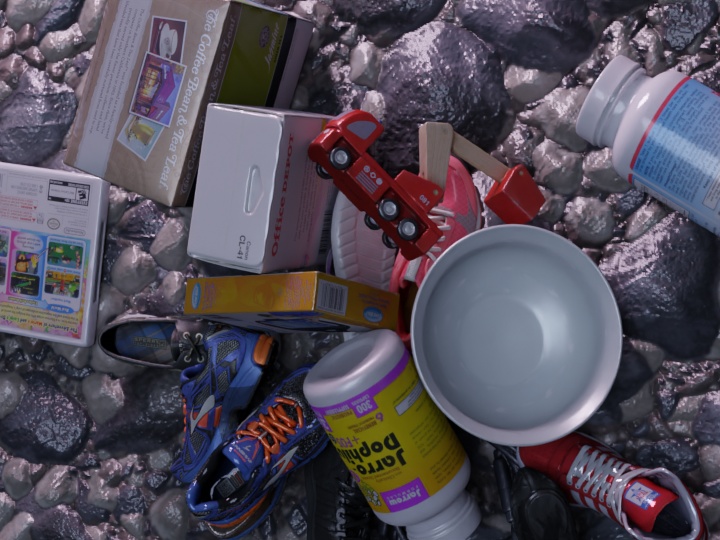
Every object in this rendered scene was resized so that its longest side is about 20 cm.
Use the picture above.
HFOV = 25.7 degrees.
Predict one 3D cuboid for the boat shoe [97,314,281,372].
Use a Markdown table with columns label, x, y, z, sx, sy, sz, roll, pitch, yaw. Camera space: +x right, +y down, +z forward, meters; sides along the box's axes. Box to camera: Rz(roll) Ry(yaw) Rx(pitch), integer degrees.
| label | x | y | z | sx | sy | sz | roll | pitch | yaw |
| --- | --- | --- | --- | --- | --- | --- | --- | --- | --- |
| boat shoe | -0.180 | 0.079 | 1.639 | 0.197 | 0.056 | 0.070 | 1 | 92 | 22 |

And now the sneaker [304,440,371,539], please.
| label | x | y | z | sx | sy | sz | roll | pitch | yaw |
| --- | --- | --- | --- | --- | --- | --- | --- | --- | --- |
| sneaker | -0.009 | 0.210 | 1.539 | 0.104 | 0.059 | 0.202 | -49 | 39 | 40 |

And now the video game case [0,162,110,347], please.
| label | x | y | z | sx | sy | sz | roll | pitch | yaw |
| --- | --- | --- | --- | --- | --- | --- | --- | --- | --- |
| video game case | -0.372 | -0.022 | 1.729 | 0.197 | 0.024 | 0.185 | 9 | 96 | 20 |

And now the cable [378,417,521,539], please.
| label | x | y | z | sx | sy | sz | roll | pitch | yaw |
| --- | --- | --- | --- | --- | --- | --- | --- | --- | --- |
| cable | 0.102 | 0.227 | 1.537 | 0.161 | 0.051 | 0.203 | 16 | 97 | 20 |

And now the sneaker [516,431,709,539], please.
| label | x | y | z | sx | sy | sz | roll | pitch | yaw |
| --- | --- | --- | --- | --- | --- | --- | --- | --- | --- |
| sneaker | 0.230 | 0.197 | 1.445 | 0.198 | 0.113 | 0.072 | 28 | 83 | 16 |

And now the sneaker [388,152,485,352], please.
| label | x | y | z | sx | sy | sz | roll | pitch | yaw |
| --- | --- | --- | --- | --- | --- | --- | --- | --- | --- |
| sneaker | 0.069 | -0.014 | 1.521 | 0.073 | 0.087 | 0.203 | 10 | 96 | 20 |

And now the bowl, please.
| label | x | y | z | sx | sy | sz | roll | pitch | yaw |
| --- | --- | --- | --- | --- | --- | --- | --- | --- | --- |
| bowl | 0.139 | 0.063 | 1.477 | 0.198 | 0.090 | 0.204 | 1 | 84 | -6 |

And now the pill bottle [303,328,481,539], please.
| label | x | y | z | sx | sy | sz | roll | pitch | yaw |
| --- | --- | --- | --- | --- | --- | --- | --- | --- | --- |
| pill bottle | 0.036 | 0.163 | 1.461 | 0.103 | 0.104 | 0.201 | -25 | 107 | 20 |

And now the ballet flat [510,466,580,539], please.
| label | x | y | z | sx | sy | sz | roll | pitch | yaw |
| --- | --- | --- | --- | --- | --- | --- | --- | --- | --- |
| ballet flat | 0.182 | 0.275 | 1.486 | 0.066 | 0.057 | 0.202 | -12 | 115 | -2 |

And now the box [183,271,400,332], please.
| label | x | y | z | sx | sy | sz | roll | pitch | yaw |
| --- | --- | --- | --- | --- | --- | --- | --- | --- | --- |
| box | -0.074 | 0.033 | 1.500 | 0.198 | 0.118 | 0.042 | -5 | 76 | 42 |

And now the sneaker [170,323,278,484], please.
| label | x | y | z | sx | sy | sz | roll | pitch | yaw |
| --- | --- | --- | --- | --- | --- | --- | --- | --- | --- |
| sneaker | -0.151 | 0.131 | 1.601 | 0.078 | 0.075 | 0.201 | 29 | 117 | 3 |

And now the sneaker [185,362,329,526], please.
| label | x | y | z | sx | sy | sz | roll | pitch | yaw |
| --- | --- | --- | --- | --- | --- | --- | --- | --- | --- |
| sneaker | -0.093 | 0.172 | 1.513 | 0.075 | 0.078 | 0.201 | 42 | 100 | 16 |

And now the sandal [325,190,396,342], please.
| label | x | y | z | sx | sy | sz | roll | pitch | yaw |
| --- | --- | --- | --- | --- | --- | --- | --- | --- | --- |
| sandal | -0.006 | 0.000 | 1.563 | 0.049 | 0.082 | 0.206 | 0 | 92 | 47 |

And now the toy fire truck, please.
| label | x | y | z | sx | sy | sz | roll | pitch | yaw |
| --- | --- | --- | --- | --- | --- | --- | --- | --- | --- |
| toy fire truck | 0.062 | -0.089 | 1.476 | 0.200 | 0.049 | 0.141 | 46 | 69 | -6 |

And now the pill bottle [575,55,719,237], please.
| label | x | y | z | sx | sy | sz | roll | pitch | yaw |
| --- | --- | --- | --- | --- | --- | --- | --- | --- | --- |
| pill bottle | 0.298 | -0.109 | 1.415 | 0.199 | 0.109 | 0.110 | 34 | 103 | 17 |

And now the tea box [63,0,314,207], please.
| label | x | y | z | sx | sy | sz | roll | pitch | yaw |
| --- | --- | --- | --- | --- | --- | --- | --- | --- | --- |
| tea box | -0.165 | -0.176 | 1.548 | 0.132 | 0.196 | 0.202 | 21 | 99 | 19 |

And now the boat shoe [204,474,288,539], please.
| label | x | y | z | sx | sy | sz | roll | pitch | yaw |
| --- | --- | --- | --- | --- | --- | --- | --- | --- | --- |
| boat shoe | -0.108 | 0.193 | 1.606 | 0.072 | 0.072 | 0.201 | 36 | 104 | 17 |

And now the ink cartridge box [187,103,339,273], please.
| label | x | y | z | sx | sy | sz | roll | pitch | yaw |
| --- | --- | --- | --- | --- | --- | --- | --- | --- | --- |
| ink cartridge box | -0.079 | -0.081 | 1.516 | 0.085 | 0.200 | 0.150 | 11 | 96 | 21 |
